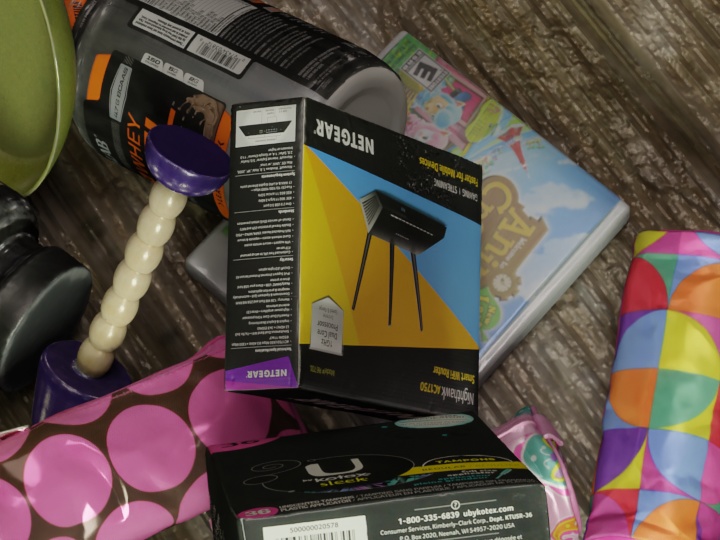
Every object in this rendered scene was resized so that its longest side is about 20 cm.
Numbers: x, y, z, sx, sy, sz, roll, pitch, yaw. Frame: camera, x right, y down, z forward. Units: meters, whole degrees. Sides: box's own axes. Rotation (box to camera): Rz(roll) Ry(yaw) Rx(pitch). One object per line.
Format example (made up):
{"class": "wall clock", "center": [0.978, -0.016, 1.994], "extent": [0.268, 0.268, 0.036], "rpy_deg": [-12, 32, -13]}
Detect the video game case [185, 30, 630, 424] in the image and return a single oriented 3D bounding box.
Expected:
{"class": "video game case", "center": [0.028, -0.019, 1.511], "extent": [0.182, 0.022, 0.200], "rpy_deg": [39, 75, 16]}

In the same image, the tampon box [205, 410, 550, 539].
{"class": "tampon box", "center": [0.008, 0.154, 1.272], "extent": [0.148, 0.200, 0.127], "rpy_deg": [-6, 98, -7]}

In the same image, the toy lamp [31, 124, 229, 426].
{"class": "toy lamp", "center": [-0.133, 0.014, 1.433], "extent": [0.058, 0.058, 0.201], "rpy_deg": [35, 115, 16]}

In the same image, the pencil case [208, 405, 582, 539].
{"class": "pencil case", "center": [0.020, 0.140, 1.413], "extent": [0.198, 0.088, 0.088], "rpy_deg": [-17, 68, -4]}

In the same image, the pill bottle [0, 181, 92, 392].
{"class": "pill bottle", "center": [-0.257, -0.019, 1.478], "extent": [0.199, 0.112, 0.112], "rpy_deg": [33, 73, 15]}

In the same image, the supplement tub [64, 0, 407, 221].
{"class": "supplement tub", "center": [-0.082, -0.100, 1.481], "extent": [0.199, 0.123, 0.123], "rpy_deg": [27, 71, 28]}

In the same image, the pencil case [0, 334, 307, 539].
{"class": "pencil case", "center": [-0.130, 0.103, 1.411], "extent": [0.199, 0.091, 0.094], "rpy_deg": [-22, 89, -24]}

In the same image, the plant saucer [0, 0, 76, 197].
{"class": "plant saucer", "center": [-0.220, -0.140, 1.495], "extent": [0.031, 0.200, 0.201], "rpy_deg": [-21, 65, -35]}

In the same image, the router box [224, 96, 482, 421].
{"class": "router box", "center": [0.000, 0.000, 1.375], "extent": [0.051, 0.200, 0.151], "rpy_deg": [-3, 81, 30]}

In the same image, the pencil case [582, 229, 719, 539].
{"class": "pencil case", "center": [0.179, 0.074, 1.432], "extent": [0.088, 0.088, 0.202], "rpy_deg": [12, 71, 8]}
